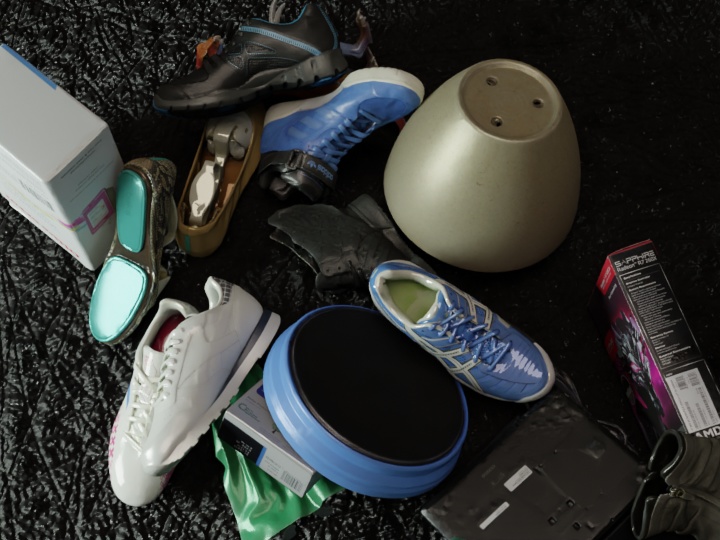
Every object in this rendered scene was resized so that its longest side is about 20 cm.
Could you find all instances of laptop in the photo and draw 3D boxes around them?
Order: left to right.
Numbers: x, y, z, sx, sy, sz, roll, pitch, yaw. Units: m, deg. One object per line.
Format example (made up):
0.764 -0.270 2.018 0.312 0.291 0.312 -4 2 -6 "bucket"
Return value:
0.185 0.242 1.086 0.177 0.103 0.200 -39 62 -19 "laptop"

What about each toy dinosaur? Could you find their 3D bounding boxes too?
-0.073 -0.211 1.274 0.181 0.105 0.201 -23 70 -4 "toy dinosaur"

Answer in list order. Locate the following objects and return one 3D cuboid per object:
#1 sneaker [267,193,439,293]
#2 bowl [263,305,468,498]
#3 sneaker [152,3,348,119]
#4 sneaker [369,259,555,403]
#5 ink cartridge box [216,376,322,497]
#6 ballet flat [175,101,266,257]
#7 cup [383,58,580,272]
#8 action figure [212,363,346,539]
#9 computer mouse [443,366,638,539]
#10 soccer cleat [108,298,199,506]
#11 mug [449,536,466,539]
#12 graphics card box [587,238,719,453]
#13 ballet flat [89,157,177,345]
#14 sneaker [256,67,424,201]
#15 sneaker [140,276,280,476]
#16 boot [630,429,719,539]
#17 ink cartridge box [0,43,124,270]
0.000 -0.001 1.211 0.104 0.060 0.200 -32 65 -11 "sneaker"
0.010 0.113 1.111 0.200 0.039 0.201 20 39 -17 "bowl"
-0.116 -0.207 1.227 0.199 0.073 0.082 -17 91 -4 "sneaker"
0.087 0.058 1.115 0.200 0.077 0.076 31 91 12 "sneaker"
-0.039 0.121 1.138 0.099 0.039 0.200 33 37 13 "ink cartridge box"
-0.142 -0.111 1.259 0.068 0.063 0.201 11 69 7 "ballet flat"
0.129 -0.120 1.181 0.199 0.143 0.201 3 58 -5 "cup"
-0.099 0.156 1.154 0.118 0.055 0.200 -29 63 -7 "action figure"
0.152 0.199 1.125 0.200 0.053 0.139 -41 83 -19 "computer mouse"
-0.200 0.120 1.156 0.070 0.086 0.201 10 69 7 "soccer cleat"
0.062 0.312 1.020 0.185 0.114 0.152 -32 84 33 "mug"
0.275 0.088 1.121 0.051 0.126 0.201 -18 68 -7 "graphics card box"
-0.214 -0.019 1.202 0.068 0.075 0.201 28 117 25 "ballet flat"
-0.024 -0.126 1.214 0.199 0.077 0.112 -11 59 36 "sneaker"
-0.153 0.097 1.111 0.080 0.076 0.200 38 54 -11 "sneaker"
0.287 0.217 1.038 0.130 0.201 0.068 0 26 -14 "boot"
-0.304 -0.105 1.194 0.144 0.200 0.085 38 71 16 "ink cartridge box"
